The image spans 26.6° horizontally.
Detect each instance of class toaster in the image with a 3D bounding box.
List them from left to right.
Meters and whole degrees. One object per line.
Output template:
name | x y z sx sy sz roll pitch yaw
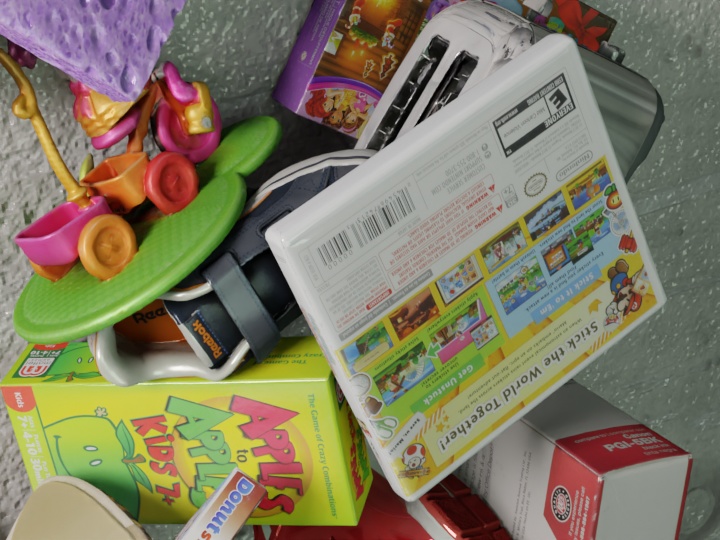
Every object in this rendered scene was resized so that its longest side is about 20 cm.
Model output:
toaster | 0.077 -0.064 0.916 0.129 0.114 0.201 26 100 -32

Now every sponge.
sponge | -0.169 -0.174 0.721 0.199 0.030 0.112 29 77 -30

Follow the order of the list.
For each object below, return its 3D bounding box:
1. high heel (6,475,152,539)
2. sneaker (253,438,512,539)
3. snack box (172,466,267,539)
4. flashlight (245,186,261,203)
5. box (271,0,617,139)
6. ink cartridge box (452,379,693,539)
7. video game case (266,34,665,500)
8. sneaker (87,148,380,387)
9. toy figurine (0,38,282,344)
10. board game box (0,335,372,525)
high heel | -0.159 0.189 0.894 0.143 0.199 0.072 54 48 -32
sneaker | 0.009 0.173 0.992 0.116 0.200 0.078 -54 153 14
snack box | -0.111 0.178 0.873 0.024 0.200 0.072 38 55 0
flashlight | 0.000 0.000 0.953 0.200 0.068 0.068 29 50 -45
box | 0.057 -0.134 0.964 0.199 0.039 0.138 18 101 -35
ink cartridge box | 0.117 0.149 1.024 0.082 0.200 0.148 -8 115 -31
video game case | 0.066 0.000 0.836 0.200 0.023 0.183 -36 120 -17
sneaker | -0.059 0.007 0.833 0.199 0.080 0.079 -27 118 13
toy figurine | -0.154 -0.095 0.818 0.200 0.150 0.185 -47 119 -32
board game box | -0.100 0.095 0.892 0.198 0.048 0.102 -2 118 15
